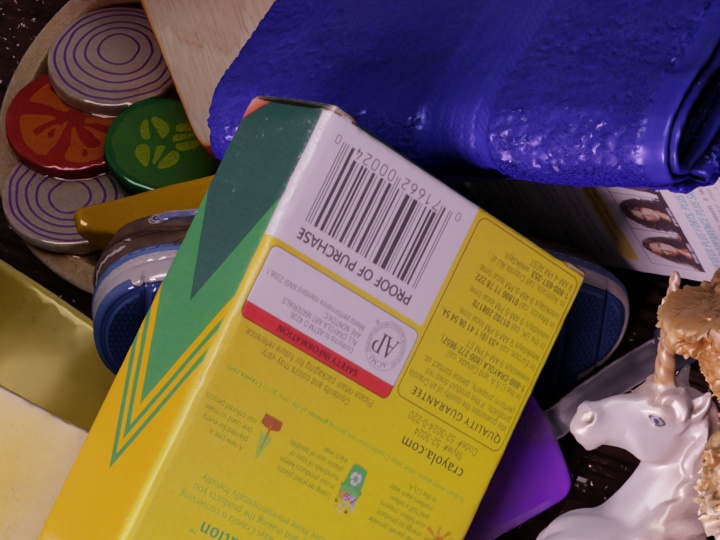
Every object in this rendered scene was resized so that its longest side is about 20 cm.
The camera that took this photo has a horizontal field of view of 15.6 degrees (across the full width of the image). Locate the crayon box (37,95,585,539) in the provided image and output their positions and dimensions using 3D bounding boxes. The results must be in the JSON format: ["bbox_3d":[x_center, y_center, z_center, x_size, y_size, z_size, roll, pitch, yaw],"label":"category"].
[{"bbox_3d":[-0.021,0.060,0.870,0.051,0.127,0.201,14,75,55],"label":"crayon box"}]

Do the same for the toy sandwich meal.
[{"bbox_3d":[-0.058,-0.077,1.054,0.204,0.070,0.206,-7,58,11],"label":"toy sandwich meal"}]

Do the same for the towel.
[{"bbox_3d":[0.056,-0.082,0.931,0.199,0.050,0.148,4,48,35],"label":"towel"}]

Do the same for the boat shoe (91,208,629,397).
[{"bbox_3d":[0.000,0.000,0.976,0.199,0.073,0.073,3,36,-10],"label":"boat shoe"}]

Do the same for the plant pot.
[{"bbox_3d":[-0.171,0.072,0.941,0.200,0.200,0.142,37,97,30],"label":"plant pot"}]

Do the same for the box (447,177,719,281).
[{"bbox_3d":[0.109,-0.040,0.952,0.199,0.082,0.049,11,60,37],"label":"box"}]

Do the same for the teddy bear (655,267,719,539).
[{"bbox_3d":[0.176,0.054,0.816,0.199,0.067,0.145,14,39,42],"label":"teddy bear"}]

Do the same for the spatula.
[{"bbox_3d":[0.099,0.038,0.966,0.199,0.021,0.057,-30,97,-11],"label":"spatula"}]

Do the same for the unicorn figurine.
[{"bbox_3d":[0.075,0.122,0.904,0.137,0.074,0.201,-17,74,5],"label":"unicorn figurine"}]
